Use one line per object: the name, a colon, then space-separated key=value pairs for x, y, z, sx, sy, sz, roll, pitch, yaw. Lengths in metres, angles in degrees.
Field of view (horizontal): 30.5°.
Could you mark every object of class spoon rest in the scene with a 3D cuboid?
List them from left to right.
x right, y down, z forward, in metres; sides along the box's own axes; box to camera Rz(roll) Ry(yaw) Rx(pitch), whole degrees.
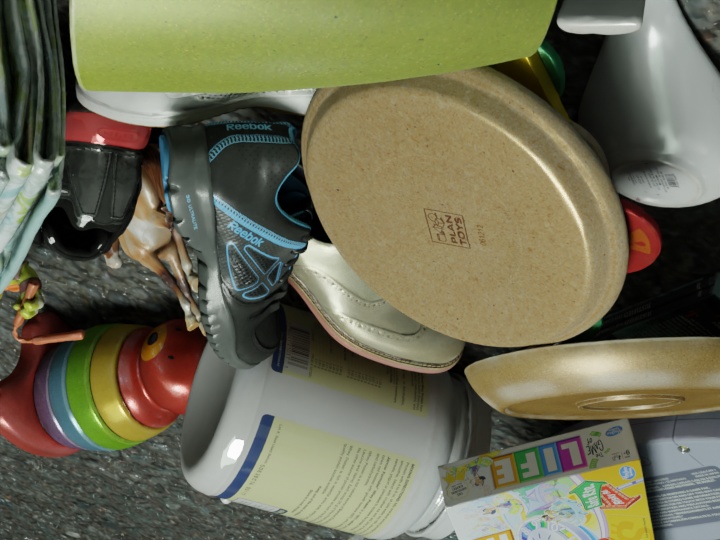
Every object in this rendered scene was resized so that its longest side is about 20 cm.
spoon rest: x=0.150 y=-0.093 z=0.681 sx=0.098 sy=0.061 sz=0.200 roll=7 pitch=158 yaw=26

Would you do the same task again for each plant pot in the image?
plant pot: x=-0.012 y=-0.159 z=0.584 sx=0.197 sy=0.189 sz=0.188 roll=8 pitch=148 yaw=-5
plant pot: x=0.162 y=0.069 z=0.794 sx=0.197 sy=0.028 sz=0.200 roll=-2 pitch=167 yaw=-1

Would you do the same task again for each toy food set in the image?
toy food set: x=0.057 y=-0.035 z=0.700 sx=0.196 sy=0.049 sz=0.201 roll=-3 pitch=127 yaw=42

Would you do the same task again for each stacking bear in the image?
stacking bear: x=-0.193 y=0.091 z=1.105 sx=0.198 sy=0.122 sz=0.114 roll=-13 pitch=132 yaw=33

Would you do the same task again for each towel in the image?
towel: x=-0.228 y=-0.091 z=0.810 sx=0.048 sy=0.173 sz=0.200 roll=2 pitch=158 yaw=-30

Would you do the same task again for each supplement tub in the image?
supplement tub: x=-0.019 y=0.113 z=0.970 sx=0.198 sy=0.147 sz=0.145 roll=19 pitch=150 yaw=-19

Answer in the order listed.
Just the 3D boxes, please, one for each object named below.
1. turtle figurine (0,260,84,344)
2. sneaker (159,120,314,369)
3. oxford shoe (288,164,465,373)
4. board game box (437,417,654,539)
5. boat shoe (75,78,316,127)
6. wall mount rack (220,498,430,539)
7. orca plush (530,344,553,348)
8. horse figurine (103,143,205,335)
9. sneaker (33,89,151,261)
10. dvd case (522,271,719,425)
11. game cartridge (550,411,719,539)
turtle figurine: x=-0.306 y=-0.020 z=1.046 sx=0.198 sy=0.065 sz=0.162 roll=18 pitch=141 yaw=24
sneaker: x=-0.062 y=-0.009 z=0.795 sx=0.081 sy=0.074 sz=0.201 roll=-11 pitch=143 yaw=-1
oxford shoe: x=0.000 y=0.000 z=0.883 sx=0.199 sy=0.071 sz=0.074 roll=34 pitch=144 yaw=-17
board game box: x=0.141 y=0.188 z=0.948 sx=0.133 sy=0.035 sz=0.201 roll=-15 pitch=139 yaw=7
boat shoe: x=-0.079 y=-0.130 z=0.747 sx=0.197 sy=0.071 sz=0.070 roll=-1 pitch=142 yaw=18
wall mount rack: x=-0.014 y=0.183 z=1.093 sx=0.198 sy=0.075 sz=0.173 roll=18 pitch=177 yaw=28
orca plush: x=0.104 y=-0.046 z=0.771 sx=0.105 sy=0.071 sz=0.202 roll=20 pitch=141 yaw=54
horse figurine: x=-0.140 y=-0.032 z=0.915 sx=0.133 sy=0.050 sz=0.200 roll=55 pitch=156 yaw=14
sneaker: x=-0.197 y=-0.054 z=0.870 sx=0.070 sy=0.099 sz=0.200 roll=5 pitch=174 yaw=-31
dvd case: x=0.216 y=0.076 z=0.906 sx=0.145 sy=0.022 sz=0.199 roll=35 pitch=147 yaw=-19
game cartridge: x=0.222 y=0.149 z=0.957 sx=0.133 sy=0.042 sz=0.199 roll=42 pitch=144 yaw=-20
